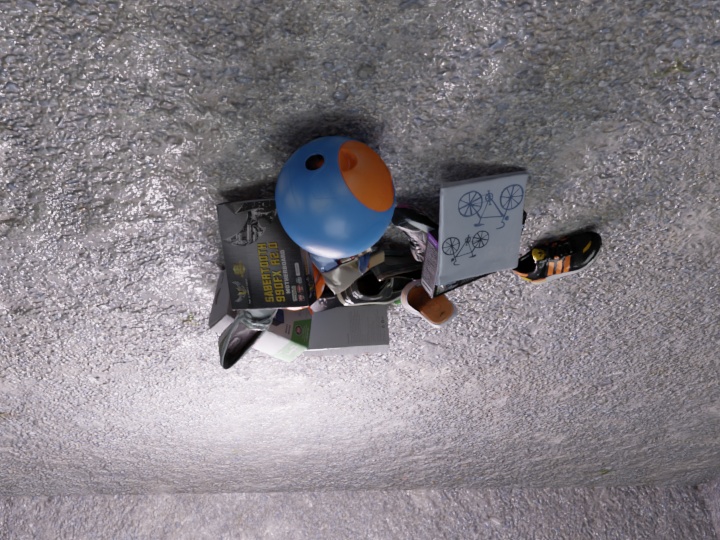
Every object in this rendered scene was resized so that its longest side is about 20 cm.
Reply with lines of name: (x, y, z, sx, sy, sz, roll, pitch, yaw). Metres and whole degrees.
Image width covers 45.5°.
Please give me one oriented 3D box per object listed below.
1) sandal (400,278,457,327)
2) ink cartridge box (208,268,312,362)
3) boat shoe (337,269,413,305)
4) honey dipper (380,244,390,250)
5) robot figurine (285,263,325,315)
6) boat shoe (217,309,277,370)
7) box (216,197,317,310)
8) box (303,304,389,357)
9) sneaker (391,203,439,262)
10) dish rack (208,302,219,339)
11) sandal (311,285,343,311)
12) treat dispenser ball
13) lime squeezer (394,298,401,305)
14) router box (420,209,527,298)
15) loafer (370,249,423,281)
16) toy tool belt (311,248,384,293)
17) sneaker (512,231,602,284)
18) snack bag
sandal: (0.130, 0.051, 1.716, 0.079, 0.207, 0.059, -42, 113, -6)
ink cartridge box: (-0.204, 0.084, 1.804, 0.199, 0.146, 0.087, 25, 140, -24)
boat shoe: (0.044, 0.030, 1.803, 0.199, 0.072, 0.068, -10, 163, -41)
honey dipper: (0.000, 0.000, 1.829, 0.038, 0.038, 0.200, 15, 145, -32)
robot figurine: (-0.144, -0.005, 1.678, 0.144, 0.117, 0.200, 7, 139, 48)
boat shoe: (-0.220, 0.115, 1.679, 0.074, 0.065, 0.202, 25, 127, -26)
box: (-0.170, -0.032, 1.564, 0.158, 0.201, 0.048, -3, -170, 19)
box: (-0.036, 0.141, 1.992, 0.199, 0.098, 0.124, -4, 167, -2)
sneaker: (0.125, -0.057, 1.661, 0.200, 0.080, 0.086, 25, 110, -41)
dish rack: (-0.273, 0.125, 2.004, 0.153, 0.055, 0.200, 1, 152, -8)
sandal: (-0.038, 0.045, 1.827, 0.199, 0.045, 0.075, -12, 162, -37)
treat dispenser ball: (-0.042, -0.121, 1.424, 0.200, 0.202, 0.201, -3, 152, -2)
lime squeezer: (0.156, 0.026, 1.826, 0.199, 0.071, 0.038, -30, 112, 9)
router box: (0.217, -0.041, 1.659, 0.199, 0.051, 0.150, -21, 144, -21)
loafer: (0.101, 0.000, 1.784, 0.199, 0.063, 0.072, 4, 149, -36)
toy tool belt: (-0.042, -0.058, 1.649, 0.123, 0.125, 0.200, -29, 130, 7)
sneaker: (0.406, -0.028, 1.794, 0.090, 0.070, 0.200, 16, 148, -38)
snack bag: (0.221, -0.077, 1.571, 0.188, 0.021, 0.201, -13, 118, -23)
